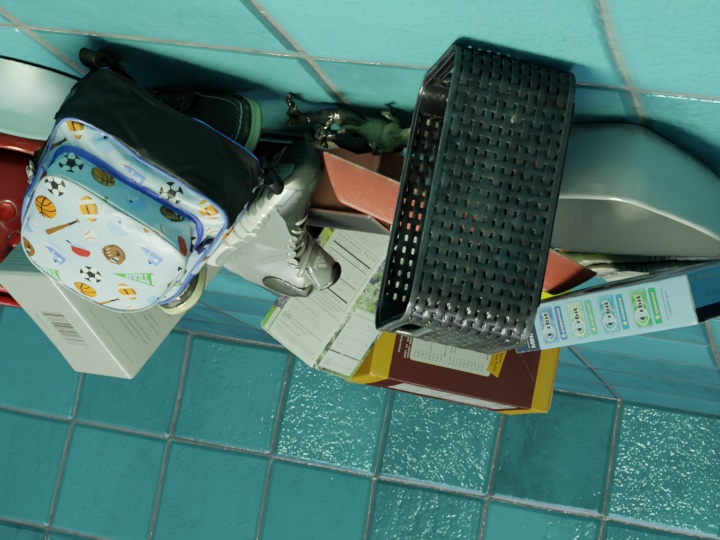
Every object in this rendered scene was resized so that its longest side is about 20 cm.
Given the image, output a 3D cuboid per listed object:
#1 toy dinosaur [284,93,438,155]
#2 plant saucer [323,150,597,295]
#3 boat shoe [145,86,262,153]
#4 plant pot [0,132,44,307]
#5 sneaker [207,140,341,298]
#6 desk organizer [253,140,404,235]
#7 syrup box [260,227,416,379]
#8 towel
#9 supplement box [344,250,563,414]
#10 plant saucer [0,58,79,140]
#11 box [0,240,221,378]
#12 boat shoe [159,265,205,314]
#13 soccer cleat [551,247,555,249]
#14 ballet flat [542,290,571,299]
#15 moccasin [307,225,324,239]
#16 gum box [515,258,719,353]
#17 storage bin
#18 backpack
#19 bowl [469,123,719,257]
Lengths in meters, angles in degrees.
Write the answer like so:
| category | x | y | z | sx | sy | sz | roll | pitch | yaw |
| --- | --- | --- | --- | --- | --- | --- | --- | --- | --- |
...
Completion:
| category | x | y | z | sx | sy | sz | roll | pitch | yaw |
| --- | --- | --- | --- | --- | --- | --- | --- | --- | --- |
| toy dinosaur | -0.014 | -0.120 | 1.348 | 0.088 | 0.048 | 0.199 | 9 | 178 | -40 |
| plant saucer | 0.083 | -0.033 | 1.355 | 0.199 | 0.037 | 0.199 | 24 | -178 | 27 |
| boat shoe | -0.164 | -0.125 | 1.395 | 0.065 | 0.074 | 0.199 | 13 | 171 | -41 |
| plant pot | -0.387 | -0.058 | 1.732 | 0.199 | 0.184 | 0.200 | 12 | 172 | 2 |
| sneaker | -0.053 | -0.037 | 1.411 | 0.115 | 0.075 | 0.200 | 34 | 147 | -14 |
| desk organizer | -0.065 | -0.089 | 1.487 | 0.199 | 0.077 | 0.072 | 8 | 170 | 21 |
| syrup box | 0.000 | 0.000 | 1.553 | 0.081 | 0.200 | 0.079 | 36 | -174 | 32 |
| towel | 0.295 | -0.004 | 1.556 | 0.199 | 0.035 | 0.192 | 0 | -179 | 16 |
| supplement box | 0.108 | 0.040 | 1.708 | 0.199 | 0.198 | 0.133 | 13 | 171 | -11 |
| plant saucer | -0.327 | -0.157 | 1.501 | 0.200 | 0.039 | 0.201 | 10 | 171 | 2 |
| box | -0.252 | -0.012 | 1.655 | 0.106 | 0.200 | 0.153 | 2 | 135 | 45 |
| boat shoe | -0.204 | -0.051 | 1.527 | 0.073 | 0.201 | 0.065 | -29 | 148 | 14 |
| soccer cleat | 0.179 | -0.047 | 1.510 | 0.199 | 0.068 | 0.081 | 6 | 174 | 12 |
| ballet flat | 0.138 | -0.009 | 1.542 | 0.067 | 0.067 | 0.200 | 36 | -165 | -46 |
| moccasin | -0.059 | -0.037 | 1.615 | 0.078 | 0.074 | 0.201 | -33 | 173 | 31 |
| gum box | 0.256 | 0.024 | 1.363 | 0.169 | 0.045 | 0.200 | -13 | 178 | -41 |
| storage bin | 0.082 | -0.048 | 1.153 | 0.093 | 0.201 | 0.135 | 12 | 171 | -9 |
| backpack | -0.195 | -0.053 | 1.332 | 0.200 | 0.154 | 0.191 | 35 | 147 | -3 |
| bowl | 0.202 | -0.067 | 1.311 | 0.199 | 0.075 | 0.200 | 3 | 168 | 42 |
